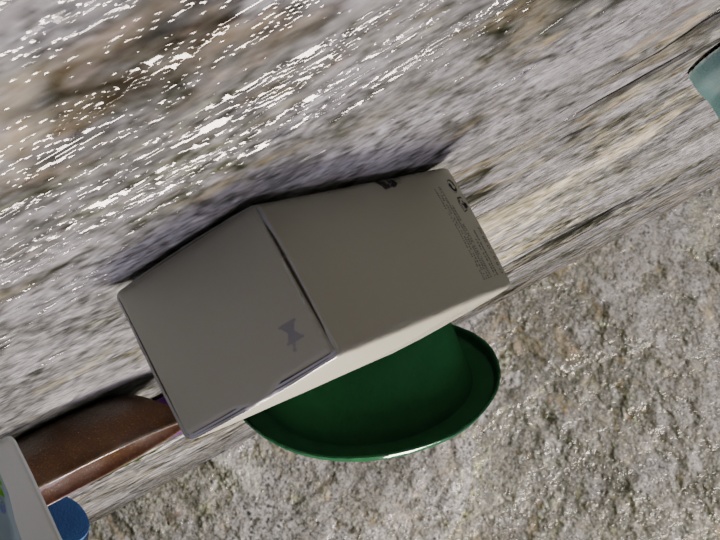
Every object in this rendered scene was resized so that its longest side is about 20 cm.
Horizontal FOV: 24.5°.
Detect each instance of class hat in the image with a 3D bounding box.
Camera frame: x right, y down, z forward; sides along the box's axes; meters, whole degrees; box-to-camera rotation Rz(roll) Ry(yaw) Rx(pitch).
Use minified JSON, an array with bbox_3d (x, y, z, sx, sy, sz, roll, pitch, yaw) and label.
[{"bbox_3d":[0.000,0.000,0.989,0.165,0.177,0.199,-27,-147,-31],"label":"hat"}]

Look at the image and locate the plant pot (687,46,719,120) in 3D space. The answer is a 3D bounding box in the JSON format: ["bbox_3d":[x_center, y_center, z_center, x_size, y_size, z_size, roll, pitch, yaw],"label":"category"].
[{"bbox_3d":[0.307,-0.102,0.941,0.199,0.135,0.200,-28,175,-3],"label":"plant pot"}]

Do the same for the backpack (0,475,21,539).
[{"bbox_3d":[-0.218,0.153,0.633,0.199,0.148,0.183,-28,178,-31],"label":"backpack"}]

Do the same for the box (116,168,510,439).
[{"bbox_3d":[-0.013,0.008,0.719,0.082,0.069,0.200,-31,174,24],"label":"box"}]

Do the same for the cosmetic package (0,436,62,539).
[{"bbox_3d":[-0.263,0.213,0.860,0.167,0.167,0.200,-31,173,31],"label":"cosmetic package"}]

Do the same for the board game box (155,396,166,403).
[{"bbox_3d":[-0.085,0.081,1.272,0.199,0.032,0.120,-27,179,-12],"label":"board game box"}]

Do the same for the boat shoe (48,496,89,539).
[{"bbox_3d":[-0.295,0.216,1.205,0.199,0.084,0.069,-12,136,-25],"label":"boat shoe"}]

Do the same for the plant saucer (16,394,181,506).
[{"bbox_3d":[-0.203,0.127,1.051,0.199,0.037,0.200,-28,176,-2],"label":"plant saucer"}]
